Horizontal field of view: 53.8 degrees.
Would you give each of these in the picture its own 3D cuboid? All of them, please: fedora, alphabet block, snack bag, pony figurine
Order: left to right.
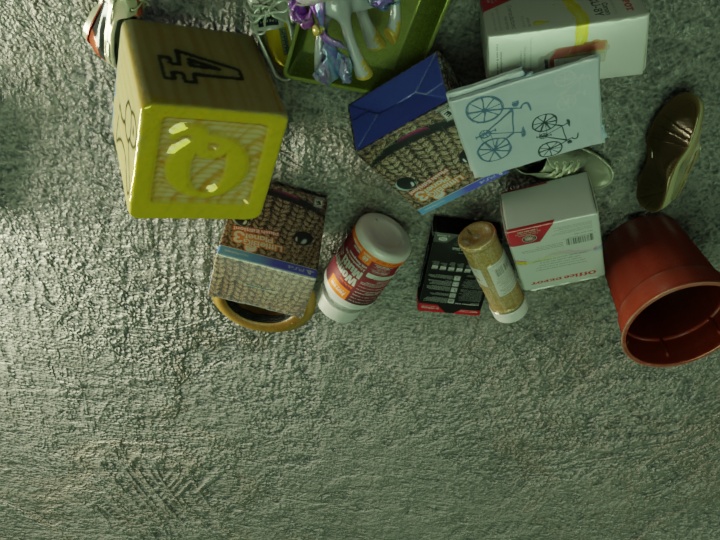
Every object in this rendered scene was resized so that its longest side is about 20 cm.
[{"bbox_3d":[-0.235,-0.208,1.001,0.194,0.201,0.196,-3,139,-26],"label":"alphabet block"},{"bbox_3d":[-0.179,0.033,1.343,0.198,0.082,0.202,3,133,3],"label":"fedora"},{"bbox_3d":[-0.028,-0.328,0.853,0.166,0.193,0.201,34,149,35],"label":"pony figurine"},{"bbox_3d":[0.228,-0.205,0.951,0.198,0.022,0.189,-14,150,15],"label":"snack bag"}]

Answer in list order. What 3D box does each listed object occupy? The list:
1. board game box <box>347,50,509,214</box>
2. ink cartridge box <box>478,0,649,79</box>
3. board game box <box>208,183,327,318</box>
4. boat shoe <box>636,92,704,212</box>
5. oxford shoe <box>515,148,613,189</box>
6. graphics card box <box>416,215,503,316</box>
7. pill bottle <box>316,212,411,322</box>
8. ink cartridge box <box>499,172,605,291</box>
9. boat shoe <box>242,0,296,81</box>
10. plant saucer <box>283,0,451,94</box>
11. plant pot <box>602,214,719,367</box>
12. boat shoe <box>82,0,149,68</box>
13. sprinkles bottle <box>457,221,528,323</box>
[{"bbox_3d":[0.103,-0.196,1.058,0.158,0.098,0.200,-25,145,25],"label":"board game box"},{"bbox_3d":[0.261,-0.317,0.937,0.198,0.146,0.084,-5,133,8],"label":"ink cartridge box"},{"bbox_3d":[-0.150,-0.042,1.179,0.158,0.201,0.097,14,133,-10],"label":"board game box"},{"bbox_3d":[0.491,-0.186,1.104,0.064,0.072,0.202,-22,134,-26],"label":"boat shoe"},{"bbox_3d":[0.316,-0.168,1.134,0.198,0.058,0.075,18,130,-15],"label":"oxford shoe"},{"bbox_3d":[0.178,-0.005,1.303,0.124,0.051,0.201,5,134,-2],"label":"graphics card box"},{"bbox_3d":[0.000,0.000,1.280,0.109,0.110,0.200,22,131,-16],"label":"pill bottle"},{"bbox_3d":[0.323,-0.058,1.187,0.144,0.084,0.200,-12,147,15],"label":"ink cartridge box"},{"bbox_3d":[-0.126,-0.352,0.973,0.074,0.087,0.203,-4,133,8],"label":"boat shoe"},{"bbox_3d":[0.008,-0.345,0.971,0.198,0.048,0.201,5,134,-21],"label":"plant saucer"},{"bbox_3d":[0.505,0.023,1.194,0.198,0.196,0.202,-3,134,-4],"label":"plant pot"},{"bbox_3d":[-0.323,-0.368,0.974,0.063,0.071,0.200,49,131,4],"label":"boat shoe"},{"bbox_3d":[0.233,0.006,1.230,0.068,0.069,0.201,-17,131,19],"label":"sprinkles bottle"}]
